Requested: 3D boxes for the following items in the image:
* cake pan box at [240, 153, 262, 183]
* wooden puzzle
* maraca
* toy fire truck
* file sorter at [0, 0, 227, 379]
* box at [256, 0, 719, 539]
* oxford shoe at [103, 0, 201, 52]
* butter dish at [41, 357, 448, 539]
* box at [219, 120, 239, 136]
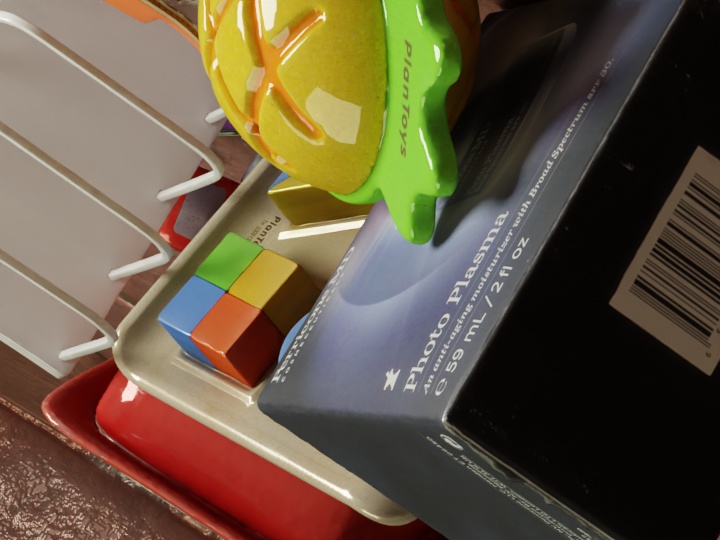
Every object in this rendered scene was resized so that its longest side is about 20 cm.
[{"bbox_3d":[0.052,-0.016,1.452,0.200,0.052,0.184,37,164,-21],"label":"cake pan box"},{"bbox_3d":[0.000,0.000,1.262,0.200,0.185,0.046,27,160,43],"label":"wooden puzzle"},{"bbox_3d":[-0.001,-0.088,1.105,0.200,0.107,0.138,-133,37,-61],"label":"maraca"},{"bbox_3d":[-0.070,-0.023,1.578,0.141,0.049,0.200,21,179,-5],"label":"toy fire truck"},{"bbox_3d":[-0.128,-0.075,1.318,0.139,0.200,0.124,34,163,-13],"label":"file sorter"},{"bbox_3d":[0.083,0.003,1.102,0.123,0.200,0.198,35,167,-17],"label":"box"},{"bbox_3d":[-0.035,-0.119,1.225,0.200,0.071,0.073,25,149,-20],"label":"oxford shoe"},{"bbox_3d":[-0.018,0.048,1.378,0.199,0.148,0.200,30,-157,16],"label":"butter dish"},{"bbox_3d":[-0.146,-0.090,1.507,0.136,0.039,0.200,0,-178,-25],"label":"box"}]
